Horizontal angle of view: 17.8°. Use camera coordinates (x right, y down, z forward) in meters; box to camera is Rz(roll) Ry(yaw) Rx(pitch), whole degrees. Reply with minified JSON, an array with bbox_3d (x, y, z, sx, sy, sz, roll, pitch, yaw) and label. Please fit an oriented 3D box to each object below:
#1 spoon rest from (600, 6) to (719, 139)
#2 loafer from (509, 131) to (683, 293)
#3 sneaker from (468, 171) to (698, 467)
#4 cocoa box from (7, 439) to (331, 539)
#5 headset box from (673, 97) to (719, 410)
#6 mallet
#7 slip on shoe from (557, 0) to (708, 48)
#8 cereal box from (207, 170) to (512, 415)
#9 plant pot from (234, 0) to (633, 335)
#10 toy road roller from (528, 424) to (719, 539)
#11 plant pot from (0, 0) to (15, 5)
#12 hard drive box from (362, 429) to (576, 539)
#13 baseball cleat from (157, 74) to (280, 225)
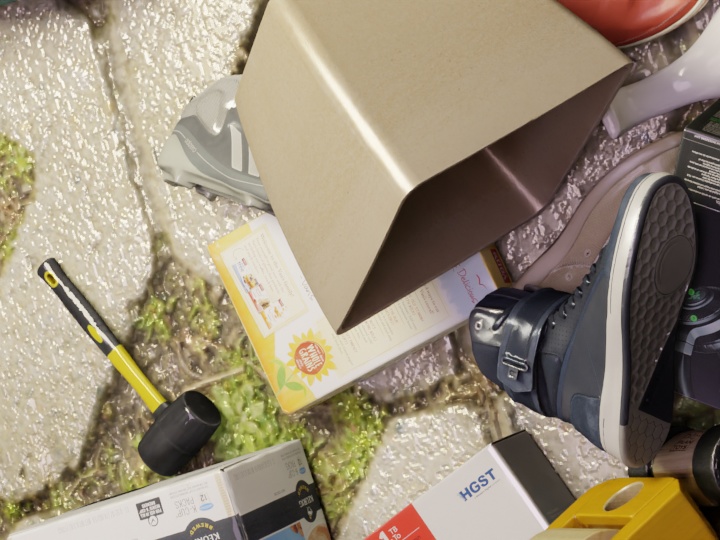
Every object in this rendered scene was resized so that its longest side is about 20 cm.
[{"bbox_3d":[0.254,-0.149,1.562,0.200,0.061,0.100,-24,86,11],"label":"spoon rest"},{"bbox_3d":[0.174,-0.013,1.597,0.068,0.076,0.200,45,120,13],"label":"loafer"},{"bbox_3d":[0.141,0.013,1.510,0.146,0.077,0.203,28,123,39],"label":"sneaker"},{"bbox_3d":[-0.135,0.223,1.720,0.200,0.133,0.132,-19,88,24],"label":"cocoa box"},{"bbox_3d":[0.285,0.009,1.512,0.174,0.093,0.201,20,118,22],"label":"headset box"},{"bbox_3d":[-0.192,0.076,1.791,0.200,0.041,0.066,43,112,20],"label":"mallet"},{"bbox_3d":[0.150,-0.187,1.595,0.199,0.061,0.074,-9,89,23],"label":"slip on shoe"},{"bbox_3d":[0.000,0.000,1.690,0.200,0.040,0.144,-28,81,23],"label":"cereal box"},{"bbox_3d":[0.028,-0.111,1.546,0.177,0.200,0.200,51,151,16],"label":"plant pot"},{"bbox_3d":[0.215,0.199,1.536,0.146,0.200,0.123,57,159,-8],"label":"toy road roller"},{"bbox_3d":[-0.300,-0.280,1.729,0.188,0.200,0.201,-29,82,39],"label":"plant pot"},{"bbox_3d":[0.106,0.241,1.645,0.156,0.077,0.200,-40,78,21],"label":"hard drive box"},{"bbox_3d":[-0.067,-0.088,1.672,0.200,0.070,0.107,18,85,37],"label":"baseball cleat"}]
